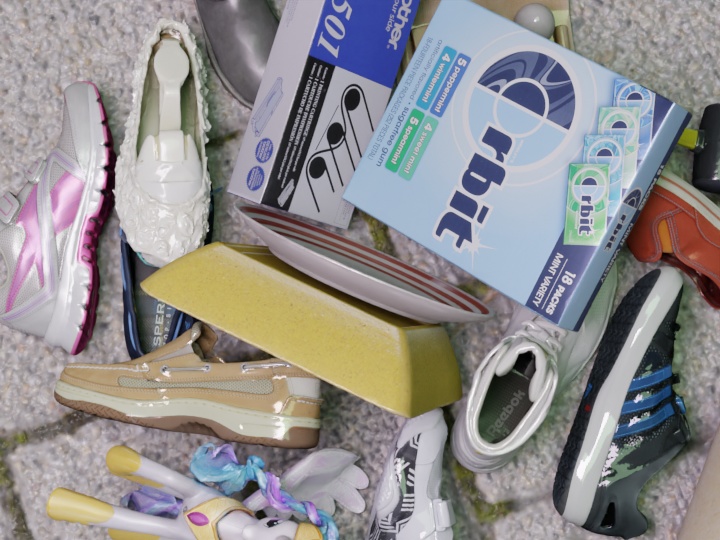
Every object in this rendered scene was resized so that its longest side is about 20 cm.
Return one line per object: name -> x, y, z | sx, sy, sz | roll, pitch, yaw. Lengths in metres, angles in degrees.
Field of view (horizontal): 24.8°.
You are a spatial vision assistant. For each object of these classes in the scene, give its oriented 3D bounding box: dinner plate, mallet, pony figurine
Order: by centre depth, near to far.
pony figurine -> -0.090, 0.183, 1.134 | 0.198, 0.193, 0.168 | 13, 77, 19
dinner plate -> 0.000, 0.000, 1.147 | 0.199, 0.200, 0.024 | 24, 95, 2
mallet -> 0.203, -0.101, 1.221 | 0.198, 0.041, 0.067 | 7, 82, -19

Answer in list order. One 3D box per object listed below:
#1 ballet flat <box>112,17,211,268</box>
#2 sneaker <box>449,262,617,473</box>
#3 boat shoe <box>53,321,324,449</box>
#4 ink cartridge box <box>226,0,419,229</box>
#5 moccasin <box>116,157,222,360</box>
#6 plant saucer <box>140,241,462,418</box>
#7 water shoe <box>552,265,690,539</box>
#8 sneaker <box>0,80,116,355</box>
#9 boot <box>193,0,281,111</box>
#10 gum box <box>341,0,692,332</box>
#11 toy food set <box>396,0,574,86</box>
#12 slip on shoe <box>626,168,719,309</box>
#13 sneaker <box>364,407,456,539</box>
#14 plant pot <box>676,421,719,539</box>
ballet flat -> -0.140, -0.098, 1.170 | 0.071, 0.072, 0.202 | -4, 59, -3
sneaker -> 0.135, 0.054, 1.183 | 0.073, 0.116, 0.201 | 29, 80, 4
boat shoe -> -0.117, 0.073, 1.134 | 0.198, 0.072, 0.077 | 6, 88, 16
ink cartridge box -> -0.023, -0.139, 1.196 | 0.044, 0.094, 0.202 | 20, 94, 44
moccasin -> -0.139, -0.022, 1.207 | 0.080, 0.068, 0.202 | -4, 81, -3
plant saucer -> -0.026, 0.031, 1.119 | 0.199, 0.200, 0.049 | 25, 96, 13
water shoe -> 0.207, 0.097, 1.201 | 0.078, 0.072, 0.202 | 21, 96, -5
sneaker -> -0.229, -0.043, 1.201 | 0.087, 0.081, 0.202 | 8, 80, -2
boot -> -0.100, -0.211, 1.171 | 0.072, 0.200, 0.183 | -31, 83, -6
gum box -> 0.106, -0.079, 1.156 | 0.199, 0.044, 0.171 | 32, 98, 28
toy food set -> 0.102, -0.126, 1.236 | 0.142, 0.060, 0.202 | -6, 81, -3
slip on shoe -> 0.216, -0.038, 1.202 | 0.199, 0.074, 0.062 | 34, 87, -20
sneaker -> 0.059, 0.203, 1.179 | 0.114, 0.075, 0.202 | 15, 86, 0
plant pot -> 0.306, 0.181, 1.143 | 0.199, 0.201, 0.185 | 18, 70, 1
